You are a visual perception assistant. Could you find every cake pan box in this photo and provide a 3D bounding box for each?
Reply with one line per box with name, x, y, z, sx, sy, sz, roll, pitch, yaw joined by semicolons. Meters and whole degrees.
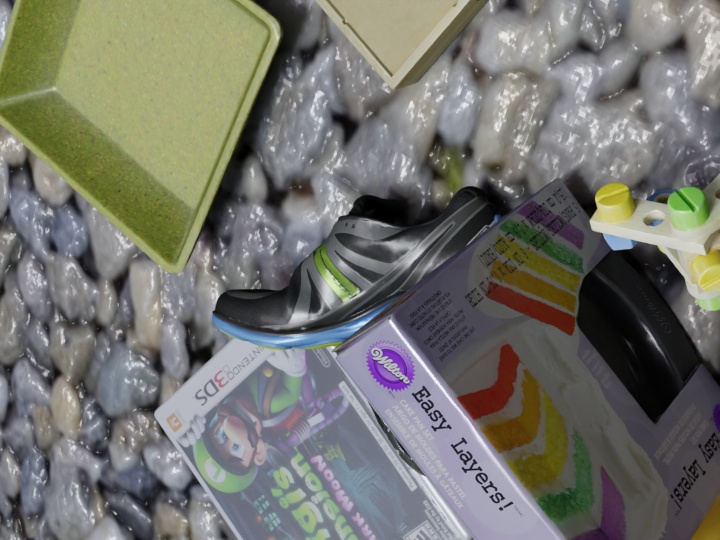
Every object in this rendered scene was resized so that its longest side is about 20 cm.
cake pan box;0.103;0.064;0.736;0.052;0.200;0.184;-36;89;40

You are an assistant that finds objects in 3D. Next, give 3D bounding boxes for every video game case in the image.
video game case;-0.036;0.133;0.977;0.182;0.023;0.200;-42;80;38

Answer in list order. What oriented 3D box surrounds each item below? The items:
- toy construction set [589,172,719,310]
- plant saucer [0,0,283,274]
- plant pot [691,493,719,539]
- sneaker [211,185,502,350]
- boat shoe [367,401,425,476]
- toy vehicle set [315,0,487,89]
toy construction set;0.215;-0.001;0.671;0.200;0.131;0.092;50;168;34
plant saucer;-0.141;-0.133;0.944;0.200;0.048;0.200;40;125;19
plant pot;0.250;0.204;0.696;0.201;0.201;0.189;-29;104;39
sneaker;0.000;0.000;0.872;0.200;0.071;0.083;-17;83;26
boat shoe;0.045;0.084;0.824;0.200;0.057;0.069;27;100;62
toy vehicle set;0.041;-0.211;0.795;0.124;0.027;0.200;52;128;10
